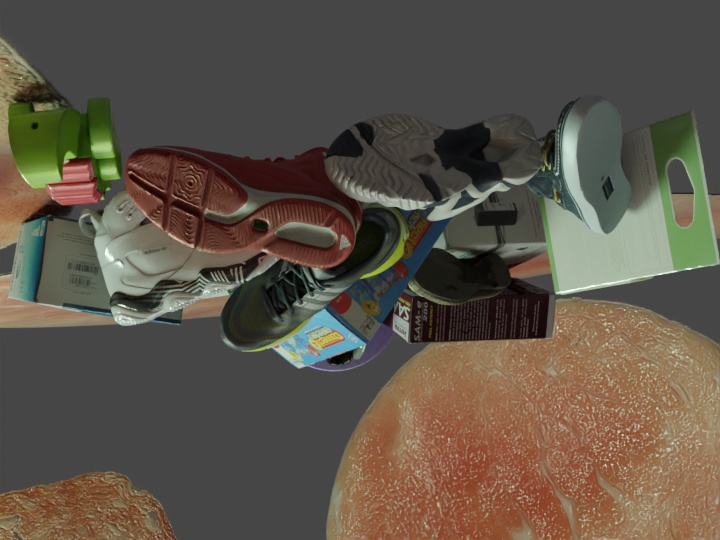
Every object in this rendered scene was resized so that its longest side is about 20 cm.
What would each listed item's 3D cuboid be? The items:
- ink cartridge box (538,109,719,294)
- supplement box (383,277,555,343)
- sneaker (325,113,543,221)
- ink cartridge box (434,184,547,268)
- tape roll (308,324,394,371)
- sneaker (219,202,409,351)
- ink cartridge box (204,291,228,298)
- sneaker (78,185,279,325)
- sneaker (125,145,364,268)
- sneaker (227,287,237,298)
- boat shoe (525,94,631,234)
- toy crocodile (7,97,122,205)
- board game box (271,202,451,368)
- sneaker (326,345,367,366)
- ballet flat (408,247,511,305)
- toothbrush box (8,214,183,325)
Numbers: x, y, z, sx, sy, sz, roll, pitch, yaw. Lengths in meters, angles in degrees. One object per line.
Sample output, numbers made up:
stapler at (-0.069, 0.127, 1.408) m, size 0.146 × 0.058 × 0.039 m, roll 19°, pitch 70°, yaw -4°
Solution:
ink cartridge box at (0.268, -0.062, 0.922) m, size 0.047 × 0.149 × 0.198 m, roll -6°, pitch 175°, yaw -39°
supplement box at (0.134, 0.048, 1.172) m, size 0.196 × 0.062 × 0.109 m, roll -1°, pitch -169°, yaw -20°
sneaker at (0.046, -0.080, 0.804) m, size 0.196 × 0.081 × 0.129 m, roll -16°, pitch 170°, yaw -27°
ink cartridge box at (0.132, -0.048, 1.149) m, size 0.197 × 0.085 × 0.144 m, roll -2°, pitch 164°, yaw -35°
tape roll at (-0.039, 0.042, 1.335) m, size 0.196 × 0.204 × 0.066 m, roll -6°, pitch 175°, yaw -2°
sneaker at (-0.046, 0.002, 0.824) m, size 0.199 × 0.074 × 0.081 m, roll -37°, pitch 173°, yaw 2°
ink cartridge box at (-0.247, -0.007, 1.183) m, size 0.172 × 0.086 × 0.200 m, roll -7°, pitch 175°, yaw 8°
sneaker at (-0.155, -0.035, 0.822) m, size 0.197 × 0.116 × 0.075 m, roll -22°, pitch -165°, yaw 13°
sneaker at (-0.090, -0.067, 0.781) m, size 0.197 × 0.079 × 0.116 m, roll 21°, pitch -152°, yaw 3°
sneaker at (-0.137, -0.002, 1.042) m, size 0.073 × 0.089 × 0.199 m, roll -25°, pitch -147°, yaw -29°
boat shoe at (0.184, -0.101, 0.836) m, size 0.090 × 0.071 × 0.200 m, roll 31°, pitch 170°, yaw 29°
toy crocodile at (-0.202, -0.075, 0.643) m, size 0.066 × 0.063 × 0.200 m, roll -5°, pitch 175°, yaw -12°
board game box at (0.000, 0.000, 0.992) m, size 0.056 × 0.201 × 0.195 m, roll 40°, pitch 156°, yaw -11°
sneaker at (-0.037, 0.062, 1.208) m, size 0.074 × 0.118 × 0.199 m, roll 9°, pitch 180°, yaw -21°
ballet flat at (0.106, 0.010, 1.049) m, size 0.046 × 0.068 × 0.198 m, roll -29°, pitch 166°, yaw 34°
toothbrush box at (-0.276, 0.001, 0.962) m, size 0.144 × 0.087 × 0.199 m, roll 11°, pitch 176°, yaw -28°
